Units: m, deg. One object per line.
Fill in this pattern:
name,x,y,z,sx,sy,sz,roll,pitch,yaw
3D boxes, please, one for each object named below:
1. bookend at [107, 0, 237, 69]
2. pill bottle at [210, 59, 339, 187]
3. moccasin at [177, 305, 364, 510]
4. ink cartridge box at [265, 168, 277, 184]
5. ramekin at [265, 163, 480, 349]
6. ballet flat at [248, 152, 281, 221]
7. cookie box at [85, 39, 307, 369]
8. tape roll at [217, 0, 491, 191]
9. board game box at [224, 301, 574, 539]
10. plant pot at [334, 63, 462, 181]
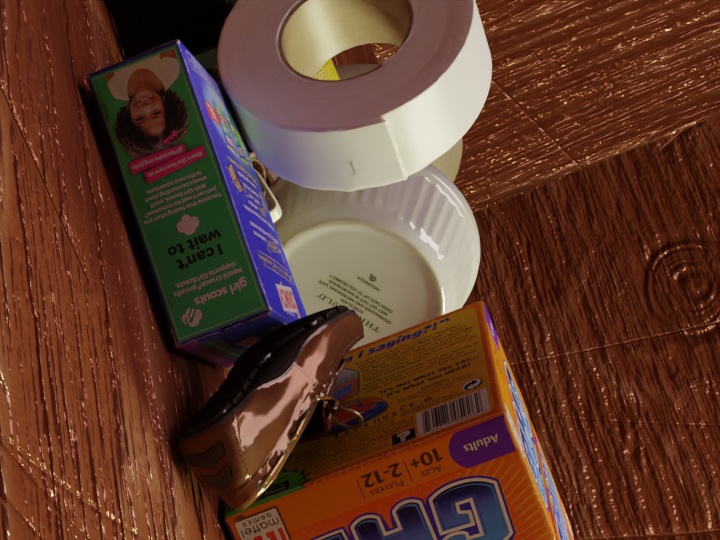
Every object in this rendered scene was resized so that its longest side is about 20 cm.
bookend,-0.149,-0.241,1.722,0.200,0.091,0.201,46,26,-77
pill bottle,-0.080,-0.185,2.011,0.113,0.111,0.201,-94,162,-68
moccasin,-0.046,0.087,1.380,0.078,0.073,0.202,59,28,-13
ink cartridge box,-0.013,-0.076,1.960,0.068,0.116,0.200,52,-5,30
ramekin,0.000,0.000,1.785,0.095,0.200,0.204,-76,146,-57
ballet flat,-0.091,-0.028,1.662,0.201,0.062,0.068,-103,169,-47
cookie box,-0.111,-0.041,1.484,0.171,0.075,0.202,44,25,-78
tape roll,-0.004,-0.157,1.565,0.071,0.200,0.204,69,4,-49
board game box,0.035,0.176,1.467,0.200,0.198,0.201,-93,161,-69
plant pot,-0.009,-0.154,2.321,0.200,0.186,0.189,18,50,-64
